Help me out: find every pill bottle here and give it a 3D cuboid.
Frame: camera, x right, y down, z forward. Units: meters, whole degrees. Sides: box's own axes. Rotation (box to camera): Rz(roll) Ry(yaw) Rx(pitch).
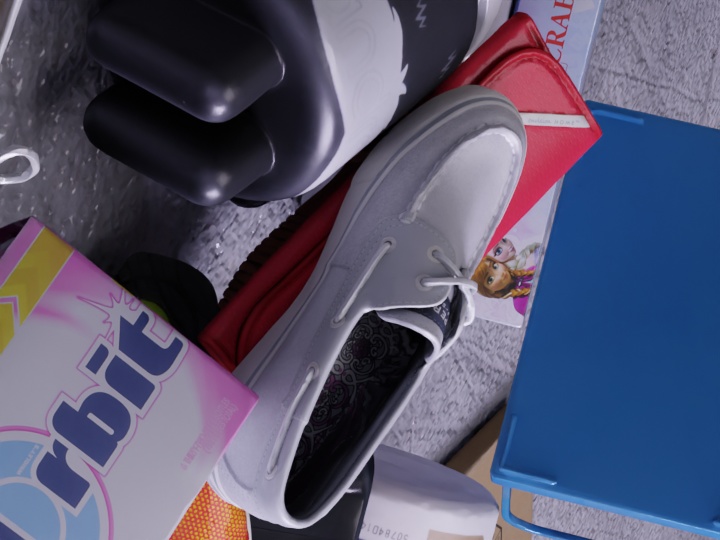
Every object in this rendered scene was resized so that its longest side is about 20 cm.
[{"bbox_3d":[-0.008,0.195,1.148,0.111,0.111,0.201,5,104,-61],"label":"pill bottle"}]

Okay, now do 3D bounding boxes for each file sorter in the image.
[{"bbox_3d":[0.156,0.042,1.124,0.123,0.138,0.201,81,23,-69],"label":"file sorter"}]

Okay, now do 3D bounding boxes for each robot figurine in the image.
[{"bbox_3d":[-0.027,-0.108,0.901,0.125,0.150,0.200,55,49,-8],"label":"robot figurine"}]

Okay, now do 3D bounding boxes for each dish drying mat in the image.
[{"bbox_3d":[0.021,-0.016,0.943,0.200,0.018,0.077,-46,126,-15],"label":"dish drying mat"}]

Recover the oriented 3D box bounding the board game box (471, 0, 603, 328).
[{"bbox_3d":[0.093,-0.096,1.124,0.200,0.041,0.201,-61,164,-73],"label":"board game box"}]

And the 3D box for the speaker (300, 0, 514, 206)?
[{"bbox_3d":[0.027,-0.103,1.040,0.081,0.081,0.201,-15,121,-57],"label":"speaker"}]

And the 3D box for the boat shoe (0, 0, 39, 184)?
[{"bbox_3d":[-0.151,-0.046,0.754,0.075,0.086,0.203,25,86,-62],"label":"boat shoe"}]

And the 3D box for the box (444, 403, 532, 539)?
[{"bbox_3d":[0.045,0.193,1.337,0.200,0.021,0.164,-40,141,-42],"label":"box"}]

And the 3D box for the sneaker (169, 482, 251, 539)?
[{"bbox_3d":[-0.097,0.168,0.998,0.077,0.073,0.201,-39,143,-76],"label":"sneaker"}]

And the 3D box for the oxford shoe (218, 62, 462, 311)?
[{"bbox_3d":[0.000,0.000,0.981,0.074,0.071,0.200,39,89,-25],"label":"oxford shoe"}]

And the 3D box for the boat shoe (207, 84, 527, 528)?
[{"bbox_3d":[0.012,0.015,0.893,0.200,0.068,0.072,-50,127,-10],"label":"boat shoe"}]

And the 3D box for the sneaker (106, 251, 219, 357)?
[{"bbox_3d":[-0.107,0.097,0.930,0.081,0.074,0.201,92,19,-70],"label":"sneaker"}]

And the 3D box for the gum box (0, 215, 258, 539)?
[{"bbox_3d":[-0.143,0.095,0.825,0.113,0.066,0.200,39,68,-17],"label":"gum box"}]

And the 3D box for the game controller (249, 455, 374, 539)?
[{"bbox_3d":[-0.059,0.160,1.062,0.104,0.042,0.201,9,104,-25],"label":"game controller"}]
